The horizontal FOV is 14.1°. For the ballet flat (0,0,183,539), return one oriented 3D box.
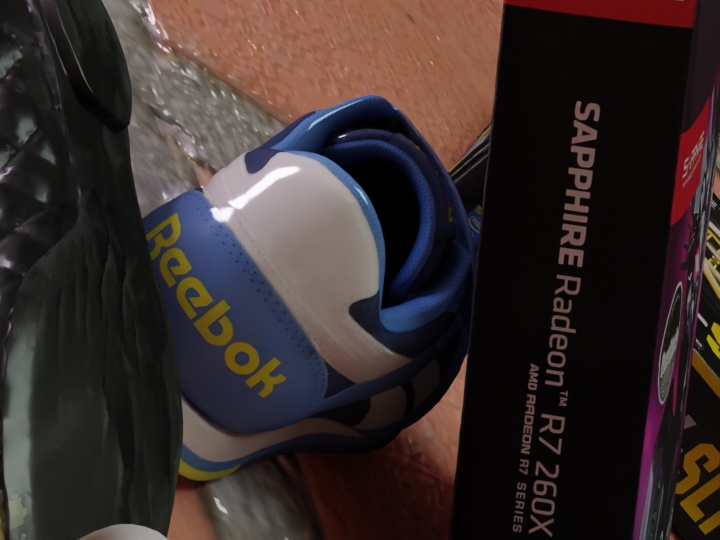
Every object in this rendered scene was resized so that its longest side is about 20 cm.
[{"bbox_3d":[-0.077,0.007,0.632,0.066,0.057,0.201,49,23,-41],"label":"ballet flat"}]

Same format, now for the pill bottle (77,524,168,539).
[{"bbox_3d":[-0.006,0.145,0.428,0.200,0.111,0.111,49,20,-8],"label":"pill bottle"}]

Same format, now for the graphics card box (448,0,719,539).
[{"bbox_3d":[0.060,0.000,0.737,0.051,0.201,0.125,9,16,10],"label":"graphics card box"}]

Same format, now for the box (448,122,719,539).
[{"bbox_3d":[0.112,0.023,1.000,0.200,0.049,0.160,51,21,-2],"label":"box"}]

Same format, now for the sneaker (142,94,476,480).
[{"bbox_3d":[0.000,0.000,0.742,0.074,0.082,0.200,51,18,6],"label":"sneaker"}]
